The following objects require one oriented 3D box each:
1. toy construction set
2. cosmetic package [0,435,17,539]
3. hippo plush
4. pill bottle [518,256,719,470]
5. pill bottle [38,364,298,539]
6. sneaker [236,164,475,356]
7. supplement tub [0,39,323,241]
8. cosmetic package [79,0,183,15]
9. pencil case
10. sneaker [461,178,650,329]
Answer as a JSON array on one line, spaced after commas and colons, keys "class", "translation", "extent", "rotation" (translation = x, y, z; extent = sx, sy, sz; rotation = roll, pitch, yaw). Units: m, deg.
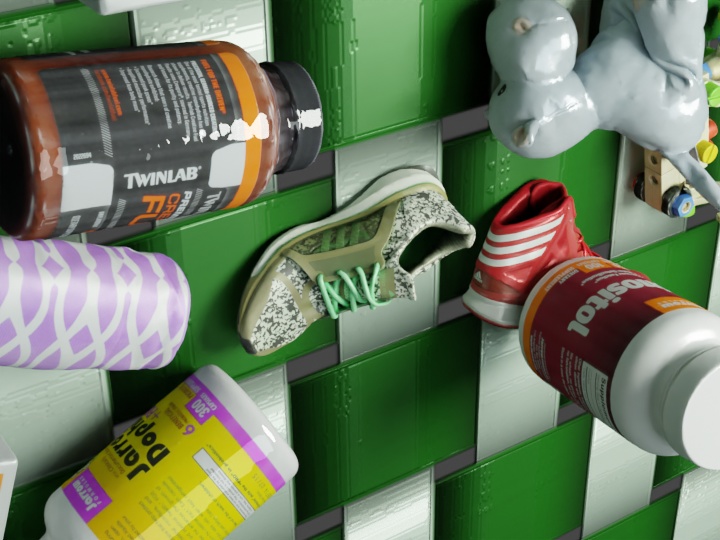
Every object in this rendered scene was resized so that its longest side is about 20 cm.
[{"class": "toy construction set", "translation": [0.301, -0.115, 1.095], "extent": [0.131, 0.092, 0.200], "rotation": [-31, 119, -20]}, {"class": "cosmetic package", "translation": [-0.295, 0.193, 0.822], "extent": [0.101, 0.071, 0.200], "rotation": [0, 115, -37]}, {"class": "hippo plush", "translation": [0.171, -0.146, 0.964], "extent": [0.160, 0.159, 0.200], "rotation": [-10, 109, 2]}, {"class": "pill bottle", "translation": [0.215, 0.069, 0.962], "extent": [0.113, 0.200, 0.113], "rotation": [-9, 111, -23]}, {"class": "pill bottle", "translation": [-0.148, 0.166, 0.895], "extent": [0.200, 0.104, 0.104], "rotation": [-41, 132, -12]}, {"class": "sneaker", "translation": [0.000, 0.000, 0.924], "extent": [0.200, 0.089, 0.077], "rotation": [-37, 132, -14]}, {"class": "supplement tub", "translation": [-0.123, -0.083, 0.771], "extent": [0.200, 0.107, 0.107], "rotation": [-12, 121, -32]}, {"class": "cosmetic package", "translation": [-0.116, -0.254, 0.614], "extent": [0.123, 0.199, 0.200], "rotation": [-18, 125, -28]}, {"class": "pencil case", "translation": [-0.203, 0.017, 0.781], "extent": [0.200, 0.085, 0.084], "rotation": [10, 104, -40]}, {"class": "sneaker", "translation": [0.184, -0.013, 1.066], "extent": [0.200, 0.078, 0.116], "rotation": [-4, 118, -37]}]
